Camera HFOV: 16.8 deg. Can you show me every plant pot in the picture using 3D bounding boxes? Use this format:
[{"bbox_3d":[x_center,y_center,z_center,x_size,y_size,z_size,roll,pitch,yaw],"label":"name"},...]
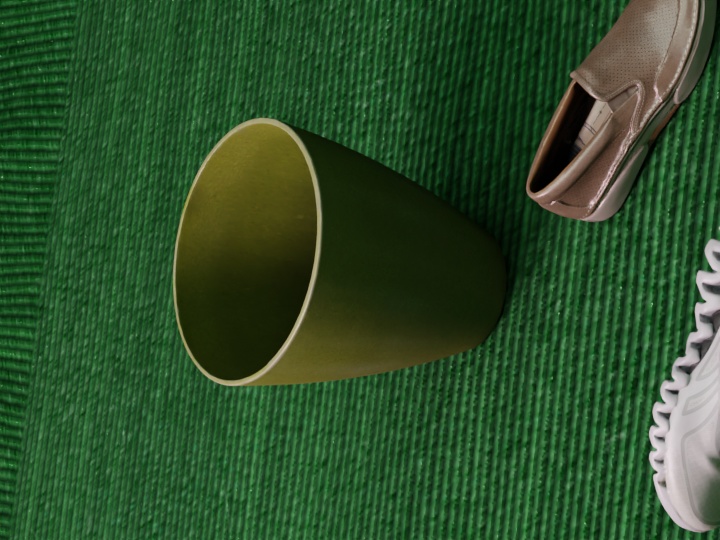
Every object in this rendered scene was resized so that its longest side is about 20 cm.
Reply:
[{"bbox_3d":[0.000,0.000,1.739,0.187,0.200,0.188,-18,67,52],"label":"plant pot"}]

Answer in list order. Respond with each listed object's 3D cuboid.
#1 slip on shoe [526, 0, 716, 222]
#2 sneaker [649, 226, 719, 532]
[{"bbox_3d":[0.173,-0.126,1.645,0.076,0.060,0.200,53,125,46],"label":"slip on shoe"},{"bbox_3d":[0.237,0.069,1.506,0.081,0.075,0.201,21,99,46],"label":"sneaker"}]
